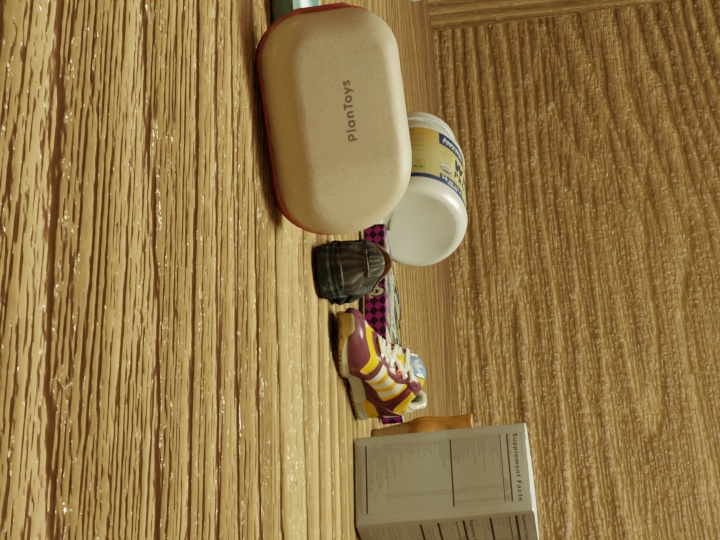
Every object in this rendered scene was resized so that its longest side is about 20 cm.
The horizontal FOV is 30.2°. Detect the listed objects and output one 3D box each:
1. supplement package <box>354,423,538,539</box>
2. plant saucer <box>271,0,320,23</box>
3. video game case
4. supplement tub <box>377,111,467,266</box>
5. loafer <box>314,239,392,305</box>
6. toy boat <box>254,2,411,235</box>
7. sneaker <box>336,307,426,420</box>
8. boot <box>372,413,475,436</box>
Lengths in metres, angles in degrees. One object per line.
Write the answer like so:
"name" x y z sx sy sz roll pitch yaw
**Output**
"supplement package" 0.099 0.256 1.522 0.110 0.198 0.115 74 13 -54
"plant saucer" -0.061 -0.232 1.335 0.200 0.027 0.203 -5 90 -83
"video game case" 0.030 0.072 1.781 0.182 0.035 0.202 78 9 -49
"supplement tub" 0.078 -0.119 1.886 0.201 0.143 0.145 -87 169 -51
"loafer" 0.000 0.000 1.448 0.200 0.071 0.074 -36 119 -83
"toy boat" -0.035 -0.133 1.197 0.131 0.129 0.202 -164 -115 -66
"sneaker" 0.026 0.101 1.502 0.201 0.089 0.076 73 13 -58
"boot" 0.097 0.279 1.715 0.071 0.142 0.203 -79 162 -65
